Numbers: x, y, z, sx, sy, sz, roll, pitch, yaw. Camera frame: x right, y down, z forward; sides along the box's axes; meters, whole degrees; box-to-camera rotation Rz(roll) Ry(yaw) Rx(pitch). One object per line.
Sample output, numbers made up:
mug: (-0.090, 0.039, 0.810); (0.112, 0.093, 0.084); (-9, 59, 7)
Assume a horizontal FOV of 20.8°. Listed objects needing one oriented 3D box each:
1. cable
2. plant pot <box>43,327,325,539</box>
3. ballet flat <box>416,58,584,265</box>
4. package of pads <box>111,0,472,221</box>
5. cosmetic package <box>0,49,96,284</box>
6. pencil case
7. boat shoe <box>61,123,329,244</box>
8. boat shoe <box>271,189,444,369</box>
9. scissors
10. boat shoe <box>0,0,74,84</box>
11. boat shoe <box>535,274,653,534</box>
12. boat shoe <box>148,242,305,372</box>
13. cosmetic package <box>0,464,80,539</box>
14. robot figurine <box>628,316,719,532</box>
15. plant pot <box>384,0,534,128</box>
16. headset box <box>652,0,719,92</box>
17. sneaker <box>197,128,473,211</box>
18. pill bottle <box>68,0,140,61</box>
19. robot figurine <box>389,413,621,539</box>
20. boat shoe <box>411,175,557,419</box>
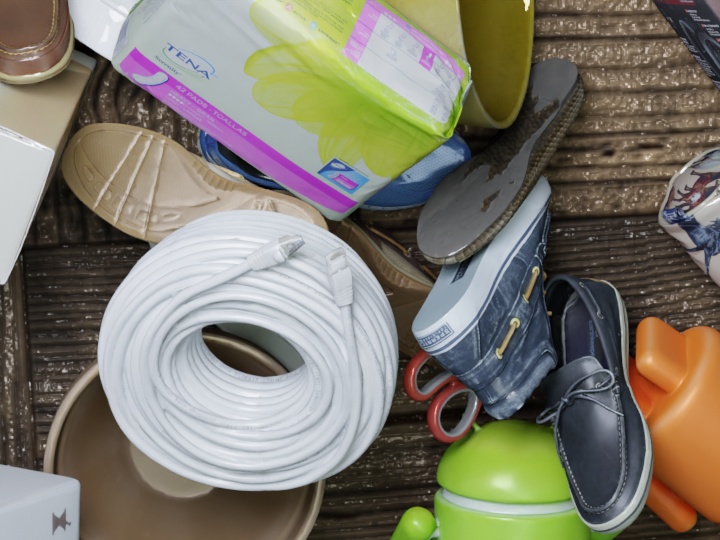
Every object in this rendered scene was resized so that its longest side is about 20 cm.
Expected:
cable: (-0.073, 0.055, 1.291); (0.198, 0.069, 0.201); (-11, 124, 16)
plant pot: (-0.126, 0.135, 1.416); (0.199, 0.093, 0.203); (-1, 99, -5)
ballet flat: (0.105, -0.071, 1.397); (0.201, 0.067, 0.047); (-56, 143, -31)
package of pads: (-0.044, -0.130, 1.256); (0.199, 0.154, 0.069); (33, 55, -16)
cosmetic package: (-0.236, -0.082, 1.307); (0.071, 0.200, 0.106); (22, 113, -9)
pencil case: (0.306, 0.004, 1.447); (0.078, 0.089, 0.200); (-42, 102, 1)
boat shoe: (-0.111, -0.039, 1.344); (0.199, 0.069, 0.074); (25, 82, 13)
boat shoe: (0.000, 0.000, 1.421); (0.199, 0.072, 0.072); (28, 105, -16)
scissors: (0.112, 0.055, 1.423); (0.199, 0.014, 0.074); (-31, 108, -29)
boat shoe: (-0.234, -0.203, 1.300); (0.071, 0.201, 0.068); (-11, 137, -7)
boat shoe: (0.159, 0.090, 1.380); (0.074, 0.202, 0.062); (-28, 141, 35)
boat shoe: (-0.081, 0.005, 1.429); (0.200, 0.073, 0.062); (48, 48, -4)
cosmetic package: (-0.315, 0.221, 1.332); (0.198, 0.165, 0.167); (6, 99, 29)
robot figurine: (0.270, 0.120, 1.446); (0.199, 0.117, 0.144); (38, 78, -11)
plant pot: (0.028, -0.196, 1.348); (0.141, 0.200, 0.202); (-1, 100, 19)
headset box: (0.286, -0.166, 1.388); (0.077, 0.149, 0.201); (-38, 100, 0)
sneaker: (-0.015, -0.079, 1.397); (0.198, 0.089, 0.079); (3, 99, -9)
pill bottle: (-0.125, -0.236, 1.350); (0.109, 0.110, 0.201); (31, 94, -10)
robot figurine: (0.111, 0.202, 1.441); (0.174, 0.116, 0.202); (-1, 99, -13)
boat shoe: (0.105, 0.018, 1.391); (0.071, 0.201, 0.091); (-27, 110, 40)
